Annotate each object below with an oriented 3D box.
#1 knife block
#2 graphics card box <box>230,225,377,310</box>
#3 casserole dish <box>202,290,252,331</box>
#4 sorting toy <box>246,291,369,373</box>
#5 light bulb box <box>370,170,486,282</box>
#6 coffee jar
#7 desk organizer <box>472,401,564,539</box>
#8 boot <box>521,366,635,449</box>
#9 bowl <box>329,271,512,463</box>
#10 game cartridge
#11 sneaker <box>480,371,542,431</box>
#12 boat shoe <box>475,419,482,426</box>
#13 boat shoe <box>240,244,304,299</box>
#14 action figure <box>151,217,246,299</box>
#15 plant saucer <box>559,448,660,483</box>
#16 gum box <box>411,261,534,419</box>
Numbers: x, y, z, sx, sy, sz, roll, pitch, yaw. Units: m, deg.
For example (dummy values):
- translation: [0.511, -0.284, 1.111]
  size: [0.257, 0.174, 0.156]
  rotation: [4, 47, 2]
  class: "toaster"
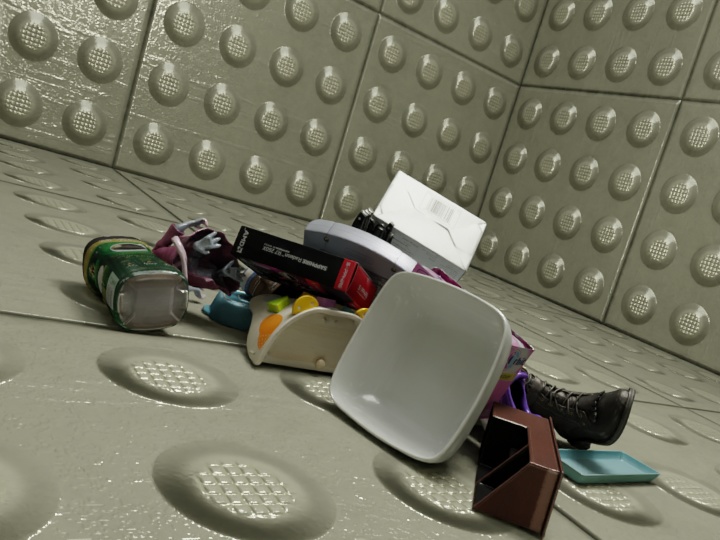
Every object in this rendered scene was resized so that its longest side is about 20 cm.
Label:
- translation: [-0.016, -0.002, 1.172]
  size: [0.063, 0.201, 0.176]
  rotation: [30, -23, 15]
  class: "knife block"
- translation: [-0.083, 0.000, 1.032]
  size: [0.197, 0.052, 0.126]
  rotation: [19, -11, 19]
  class: "graphics card box"
- translation: [-0.160, 0.072, 1.136]
  size: [0.196, 0.040, 0.121]
  rotation: [15, 7, -15]
  class: "casserole dish"
- translation: [-0.083, 0.076, 1.032]
  size: [0.197, 0.109, 0.179]
  rotation: [14, 7, -31]
  class: "sorting toy"
- translation: [0.101, -0.042, 1.307]
  size: [0.196, 0.126, 0.201]
  rotation: [31, -33, 1]
  class: "light bulb box"
- translation: [-0.323, 0.013, 0.973]
  size: [0.103, 0.087, 0.199]
  rotation: [-2, 18, -35]
  class: "coffee jar"
- translation: [0.177, 0.216, 0.786]
  size: [0.076, 0.073, 0.200]
  rotation: [17, 7, 10]
  class: "desk organizer"
- translation: [0.276, 0.183, 0.987]
  size: [0.172, 0.070, 0.201]
  rotation: [30, -31, 3]
  class: "boot"
- translation: [0.080, 0.119, 0.840]
  size: [0.198, 0.202, 0.074]
  rotation: [24, -10, 42]
  class: "bowl"
- translation: [0.000, 0.000, 1.080]
  size: [0.197, 0.135, 0.042]
  rotation: [25, 42, 13]
  class: "game cartridge"
- translation: [0.188, 0.148, 0.958]
  size: [0.080, 0.084, 0.202]
  rotation: [7, 43, -47]
  class: "sneaker"
- translation: [0.110, 0.168, 0.986]
  size: [0.196, 0.066, 0.073]
  rotation: [18, 6, -8]
  class: "boat shoe"
- translation: [-0.112, 0.014, 1.185]
  size: [0.198, 0.073, 0.072]
  rotation: [-24, 56, -40]
  class: "boat shoe"
- translation: [-0.278, -0.003, 1.068]
  size: [0.197, 0.137, 0.148]
  rotation: [0, 14, 35]
  class: "action figure"
- translation: [0.337, 0.274, 0.962]
  size: [0.197, 0.019, 0.070]
  rotation: [12, 10, -38]
  class: "plant saucer"
- translation: [0.119, 0.089, 0.930]
  size: [0.066, 0.115, 0.200]
  rotation: [13, 23, -49]
  class: "gum box"
